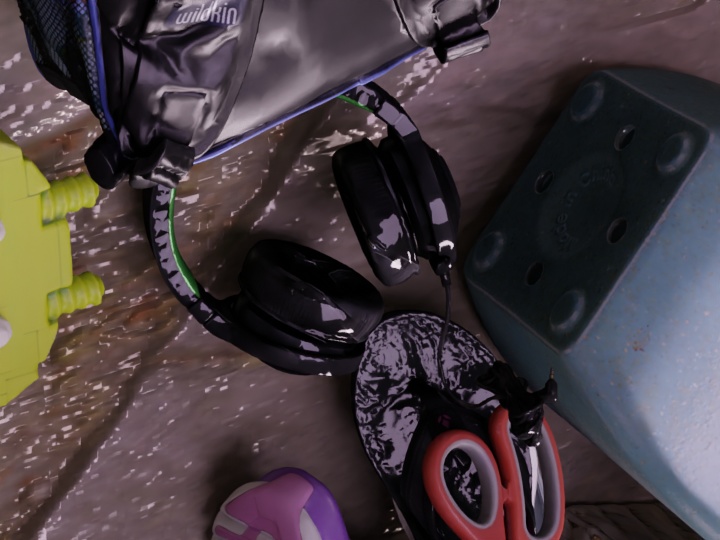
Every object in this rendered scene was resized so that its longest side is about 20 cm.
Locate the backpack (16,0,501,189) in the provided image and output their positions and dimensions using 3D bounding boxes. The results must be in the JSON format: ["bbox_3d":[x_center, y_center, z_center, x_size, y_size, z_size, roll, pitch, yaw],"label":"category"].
[{"bbox_3d":[-0.054,-0.165,0.878,0.182,0.147,0.201,-25,131,-22],"label":"backpack"}]

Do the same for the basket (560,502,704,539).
[{"bbox_3d":[0.181,0.207,1.233,0.135,0.200,0.124,3,106,-38],"label":"basket"}]

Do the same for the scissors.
[{"bbox_3d":[0.072,0.158,1.074,0.073,0.014,0.201,-8,84,-37],"label":"scissors"}]

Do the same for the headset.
[{"bbox_3d":[0.000,0.000,1.032,0.200,0.094,0.124,40,98,-25],"label":"headset"}]

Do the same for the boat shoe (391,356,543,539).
[{"bbox_3d":[0.057,0.116,1.179,0.072,0.062,0.201,-24,110,-2],"label":"boat shoe"}]

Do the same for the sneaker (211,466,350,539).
[{"bbox_3d":[-0.006,0.157,1.150,0.088,0.080,0.201,-36,136,-23],"label":"sneaker"}]

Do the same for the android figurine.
[{"bbox_3d":[-0.192,0.010,0.951,0.199,0.041,0.183,-14,122,-28],"label":"android figurine"}]

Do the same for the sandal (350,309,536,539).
[{"bbox_3d":[0.053,0.112,1.115,0.075,0.048,0.202,-21,101,-13],"label":"sandal"}]

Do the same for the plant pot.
[{"bbox_3d":[0.166,0.016,1.123,0.199,0.196,0.196,31,95,-29],"label":"plant pot"}]
